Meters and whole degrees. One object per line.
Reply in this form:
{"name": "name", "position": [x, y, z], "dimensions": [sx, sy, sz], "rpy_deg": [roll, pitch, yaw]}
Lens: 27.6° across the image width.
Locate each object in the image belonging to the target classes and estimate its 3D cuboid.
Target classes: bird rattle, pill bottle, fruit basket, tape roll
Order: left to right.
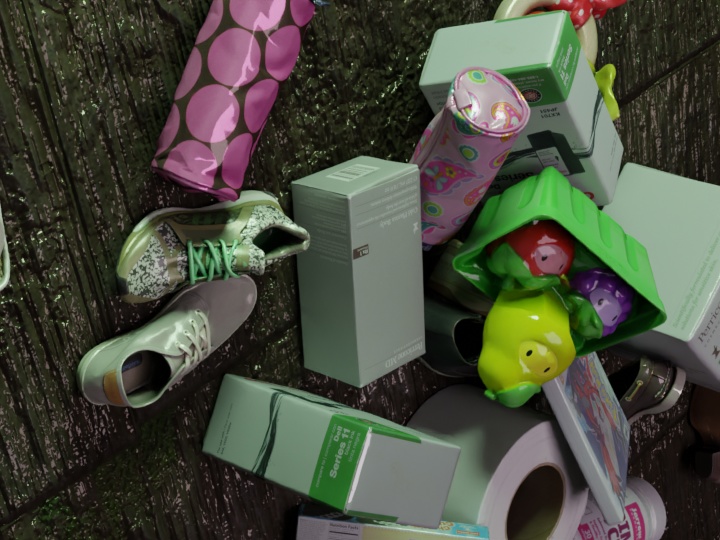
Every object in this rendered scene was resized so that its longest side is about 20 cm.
{"name": "tape roll", "position": [0.143, 0.242, 1.632], "dimensions": [0.202, 0.139, 0.205], "rpy_deg": [-18, 116, -41]}
{"name": "fruit basket", "position": [0.190, 0.033, 1.466], "dimensions": [0.215, 0.155, 0.217], "rpy_deg": [24, 53, -37]}
{"name": "bird rattle", "position": [0.214, -0.250, 1.568], "dimensions": [0.162, 0.112, 0.202], "rpy_deg": [-5, 105, -28]}
{"name": "pill bottle", "position": [0.289, 0.326, 1.836], "dimensions": [0.199, 0.113, 0.115], "rpy_deg": [-11, 112, -44]}

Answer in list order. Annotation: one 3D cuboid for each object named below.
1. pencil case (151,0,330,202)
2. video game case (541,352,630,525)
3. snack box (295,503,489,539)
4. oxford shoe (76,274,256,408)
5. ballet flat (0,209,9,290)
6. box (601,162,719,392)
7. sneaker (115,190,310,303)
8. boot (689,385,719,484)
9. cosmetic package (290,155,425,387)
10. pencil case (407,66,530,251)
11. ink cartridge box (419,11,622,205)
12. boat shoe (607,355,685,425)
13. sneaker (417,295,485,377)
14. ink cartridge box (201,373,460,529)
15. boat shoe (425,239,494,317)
{"name": "pencil case", "position": [-0.106, -0.158, 1.268], "dimensions": [0.094, 0.090, 0.201], "rpy_deg": [30, 84, -61]}
{"name": "video game case", "position": [0.253, 0.151, 1.635], "dimensions": [0.201, 0.023, 0.183], "rpy_deg": [63, 23, -21]}
{"name": "snack box", "position": [0.028, 0.312, 1.513], "dimensions": [0.037, 0.198, 0.117], "rpy_deg": [-81, 178, -77]}
{"name": "oxford shoe", "position": [-0.161, 0.065, 1.308], "dimensions": [0.199, 0.057, 0.076], "rpy_deg": [-32, 123, -37]}
{"name": "ballet flat", "position": [-0.297, -0.072, 1.108], "dimensions": [0.069, 0.069, 0.202], "rpy_deg": [-24, 120, -39]}
{"name": "box", "position": [0.385, 0.010, 1.762], "dimensions": [0.171, 0.199, 0.200], "rpy_deg": [39, 76, -44]}
{"name": "sneaker", "position": [-0.125, -0.019, 1.291], "dimensions": [0.199, 0.088, 0.078], "rpy_deg": [-25, 121, -39]}
{"name": "boot", "position": [0.528, 0.210, 2.093], "dimensions": [0.146, 0.070, 0.202], "rpy_deg": [-7, 110, -52]}
{"name": "cosmetic package", "position": [0.000, 0.000, 1.434], "dimensions": [0.106, 0.090, 0.202], "rpy_deg": [-26, 119, -41]}
{"name": "pencil case", "position": [0.090, -0.107, 1.427], "dimensions": [0.087, 0.088, 0.200], "rpy_deg": [-31, 164, -36]}
{"name": "ink cartridge box", "position": [0.167, -0.154, 1.489], "dimensions": [0.200, 0.145, 0.084], "rpy_deg": [56, 40, -41]}
{"name": "boat shoe", "position": [0.316, 0.152, 1.778], "dimensions": [0.059, 0.200, 0.072], "rpy_deg": [27, 64, -11]}
{"name": "sneaker", "position": [0.115, 0.083, 1.569], "dimensions": [0.199, 0.106, 0.075], "rpy_deg": [23, 87, -48]}
{"name": "ink cartridge box", "position": [-0.030, 0.168, 1.379], "dimensions": [0.146, 0.199, 0.084], "rpy_deg": [19, 87, -49]}
{"name": "boat shoe", "position": [0.153, 0.022, 1.617], "dimensions": [0.200, 0.073, 0.064], "rpy_deg": [22, 92, -41]}
